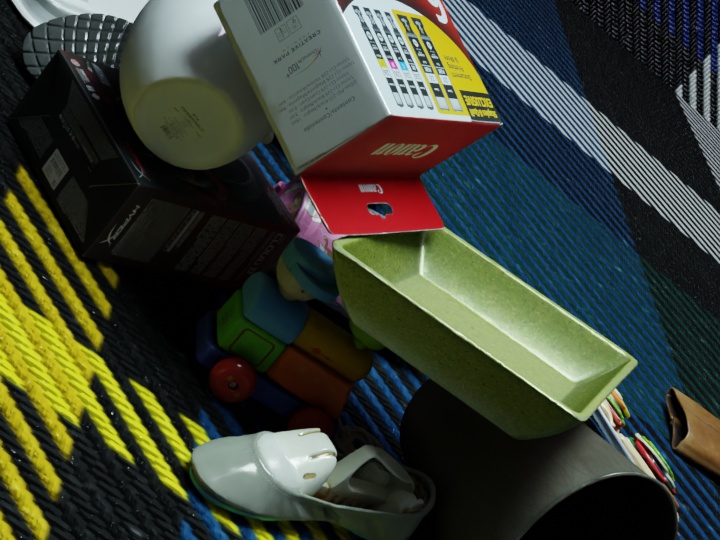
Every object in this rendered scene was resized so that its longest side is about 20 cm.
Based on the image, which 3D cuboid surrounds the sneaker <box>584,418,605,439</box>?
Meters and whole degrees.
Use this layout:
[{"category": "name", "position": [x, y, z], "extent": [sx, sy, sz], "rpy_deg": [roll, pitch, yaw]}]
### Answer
[{"category": "sneaker", "position": [0.208, 0.208, 1.384], "extent": [0.201, 0.077, 0.085], "rpy_deg": [61, 10, 31]}]

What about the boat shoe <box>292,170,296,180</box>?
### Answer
[{"category": "boat shoe", "position": [-0.019, -0.087, 1.375], "extent": [0.071, 0.061, 0.202], "rpy_deg": [25, -14, -6]}]

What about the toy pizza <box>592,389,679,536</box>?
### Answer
[{"category": "toy pizza", "position": [0.225, 0.137, 1.396], "extent": [0.201, 0.032, 0.200], "rpy_deg": [58, 4, -6]}]

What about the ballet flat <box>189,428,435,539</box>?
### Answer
[{"category": "ballet flat", "position": [-0.026, 0.134, 1.080], "extent": [0.199, 0.064, 0.068], "rpy_deg": [23, 28, -42]}]

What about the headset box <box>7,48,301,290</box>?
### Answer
[{"category": "headset box", "position": [-0.147, -0.070, 1.230], "extent": [0.199, 0.075, 0.149], "rpy_deg": [15, 34, -51]}]

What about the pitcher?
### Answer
[{"category": "pitcher", "position": [-0.090, -0.151, 1.193], "extent": [0.172, 0.120, 0.201], "rpy_deg": [46, 34, -28]}]

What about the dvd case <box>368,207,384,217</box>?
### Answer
[{"category": "dvd case", "position": [0.070, -0.009, 1.539], "extent": [0.199, 0.016, 0.149], "rpy_deg": [24, 12, -41]}]

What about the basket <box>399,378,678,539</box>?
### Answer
[{"category": "basket", "position": [0.113, 0.161, 1.166], "extent": [0.135, 0.181, 0.200], "rpy_deg": [21, 20, -30]}]

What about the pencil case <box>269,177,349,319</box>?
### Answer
[{"category": "pencil case", "position": [0.000, 0.000, 1.360], "extent": [0.199, 0.083, 0.086], "rpy_deg": [31, -1, -27]}]

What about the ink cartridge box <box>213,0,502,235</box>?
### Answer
[{"category": "ink cartridge box", "position": [0.013, -0.121, 1.121], "extent": [0.199, 0.083, 0.177], "rpy_deg": [-8, 70, -64]}]

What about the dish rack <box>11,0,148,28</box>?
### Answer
[{"category": "dish rack", "position": [-0.246, -0.258, 1.456], "extent": [0.199, 0.044, 0.172], "rpy_deg": [14, 35, -54]}]

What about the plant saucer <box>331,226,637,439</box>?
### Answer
[{"category": "plant saucer", "position": [0.081, 0.043, 1.117], "extent": [0.199, 0.048, 0.200], "rpy_deg": [35, 17, 12]}]

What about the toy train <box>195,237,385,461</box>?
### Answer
[{"category": "toy train", "position": [-0.010, 0.068, 1.161], "extent": [0.199, 0.116, 0.085], "rpy_deg": [34, 23, -22]}]

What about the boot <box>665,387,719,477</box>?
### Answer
[{"category": "boot", "position": [0.416, 0.197, 1.805], "extent": [0.199, 0.069, 0.189], "rpy_deg": [32, 30, -9]}]

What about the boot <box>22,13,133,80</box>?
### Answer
[{"category": "boot", "position": [-0.172, -0.150, 1.336], "extent": [0.197, 0.132, 0.071], "rpy_deg": [4, 72, -3]}]
